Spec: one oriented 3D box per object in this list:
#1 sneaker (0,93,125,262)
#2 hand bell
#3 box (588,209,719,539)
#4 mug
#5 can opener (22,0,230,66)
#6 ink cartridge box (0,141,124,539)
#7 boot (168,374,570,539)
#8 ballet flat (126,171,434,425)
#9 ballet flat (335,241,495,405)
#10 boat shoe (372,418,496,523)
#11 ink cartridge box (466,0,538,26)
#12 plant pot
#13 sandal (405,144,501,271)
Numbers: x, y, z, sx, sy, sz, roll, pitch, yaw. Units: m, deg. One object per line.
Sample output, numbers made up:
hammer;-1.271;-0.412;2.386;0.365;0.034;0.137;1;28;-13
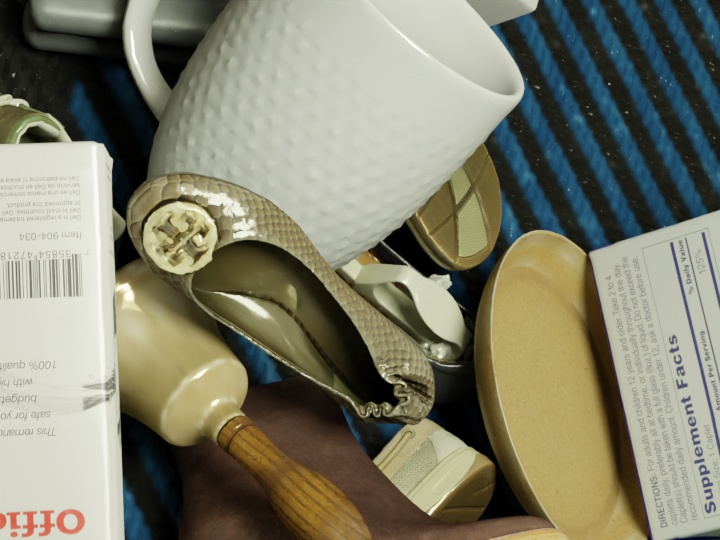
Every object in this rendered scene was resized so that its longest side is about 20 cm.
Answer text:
sneaker;-0.193;-0.073;1.171;0.067;0.090;0.200;-41;97;-33
hand bell;-0.058;0.089;1.133;0.104;0.104;0.200;-22;50;-34
box;0.260;0.053;1.327;0.105;0.200;0.184;6;70;-56
mug;-0.042;-0.097;1.181;0.200;0.175;0.148;47;20;12
can opener;-0.088;-0.118;1.249;0.199;0.053;0.067;5;72;-15
ink cartridge box;-0.191;0.042;1.085;0.145;0.084;0.201;-2;88;-4
boot;-0.002;0.115;1.165;0.199;0.072;0.167;-15;51;1
ballet flat;-0.037;0.021;1.130;0.200;0.067;0.046;40;24;-27
ballet flat;0.000;0.000;1.278;0.200;0.073;0.073;41;58;-13
boat shoe;-0.013;0.157;1.225;0.065;0.072;0.200;36;64;27
ink cartridge box;0.032;-0.258;1.351;0.200;0.086;0.147;35;58;-30
plant pot;0.119;0.076;1.310;0.200;0.027;0.201;32;49;-47
sandal;0.014;-0.082;1.329;0.080;0.054;0.200;-25;73;-41
